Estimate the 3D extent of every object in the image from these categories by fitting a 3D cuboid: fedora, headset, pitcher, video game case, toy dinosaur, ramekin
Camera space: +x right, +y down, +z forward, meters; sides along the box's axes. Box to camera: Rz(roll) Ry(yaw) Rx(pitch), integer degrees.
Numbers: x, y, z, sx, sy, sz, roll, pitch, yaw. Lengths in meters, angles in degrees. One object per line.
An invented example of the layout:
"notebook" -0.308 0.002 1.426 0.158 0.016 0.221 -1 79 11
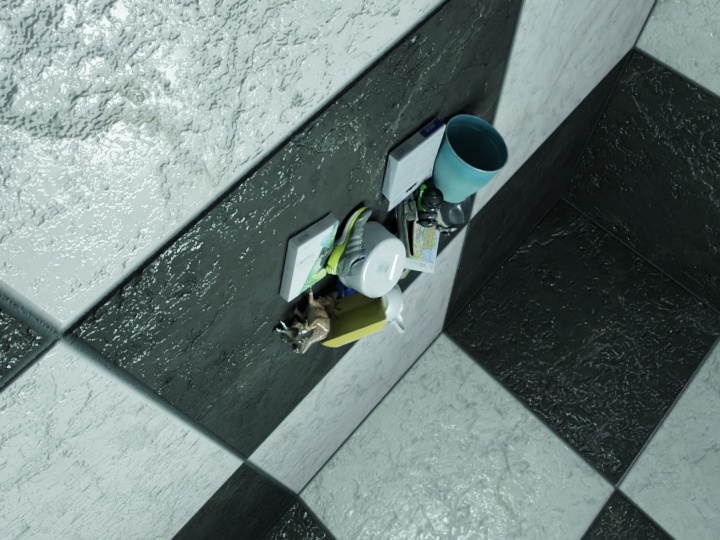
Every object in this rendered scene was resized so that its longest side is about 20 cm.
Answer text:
"fedora" 0.291 -0.215 1.799 0.198 0.090 0.207 -6 97 -53
"headset" 0.212 -0.174 1.652 0.091 0.202 0.126 1 127 -11
"pitcher" 0.088 0.121 1.823 0.119 0.175 0.199 -26 172 15
"video game case" 0.185 -0.103 1.786 0.179 0.022 0.207 9 90 -48
"toy dinosaur" -0.161 0.166 1.628 0.198 0.078 0.103 -27 164 -42
"ramekin" 0.038 -0.024 1.609 0.198 0.097 0.205 -27 132 -35
"toy dinosaur" -0.111 0.132 1.574 0.134 0.205 0.085 26 138 -32

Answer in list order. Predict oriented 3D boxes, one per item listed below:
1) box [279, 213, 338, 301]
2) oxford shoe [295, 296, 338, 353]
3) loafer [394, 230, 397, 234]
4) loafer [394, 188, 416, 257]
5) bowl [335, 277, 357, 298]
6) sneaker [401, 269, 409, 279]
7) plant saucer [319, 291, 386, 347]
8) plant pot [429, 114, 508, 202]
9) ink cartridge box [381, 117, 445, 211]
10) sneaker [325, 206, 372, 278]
"box" -0.127 -0.028 1.412 0.143 0.036 0.202 -37 157 -37
"oxford shoe" -0.123 0.180 1.741 0.202 0.073 0.071 -53 161 6
"loafer" 0.120 -0.056 1.787 0.072 0.071 0.204 84 21 -59
"loafer" 0.139 -0.137 1.662 0.071 0.062 0.206 -12 112 -44
"bowl" 0.000 0.000 1.746 0.200 0.039 0.202 -43 159 -20
"sneaker" 0.124 0.005 1.989 0.198 0.071 0.081 -28 152 -45
"plant saucer" -0.019 0.137 1.630 0.195 0.201 0.049 -20 117 6
"plant pot" 0.293 -0.303 1.650 0.199 0.201 0.189 -36 167 -35
"ink cartridge box" 0.137 -0.283 1.545 0.199 0.040 0.202 -41 159 -27
"sneaker" -0.013 -0.069 1.491 0.204 0.079 0.074 -64 171 -6
